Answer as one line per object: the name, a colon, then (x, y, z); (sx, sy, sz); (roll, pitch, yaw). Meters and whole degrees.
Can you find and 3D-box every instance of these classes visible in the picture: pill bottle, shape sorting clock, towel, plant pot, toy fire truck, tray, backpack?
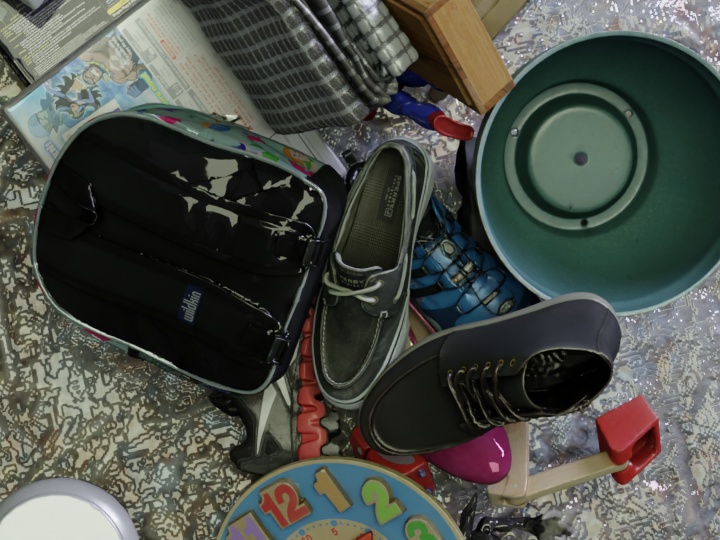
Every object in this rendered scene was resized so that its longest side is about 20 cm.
pill bottle: (-0.210, 0.204, 1.365); (0.116, 0.200, 0.117); (1, 83, -7)
shape sorting clock: (-0.014, 0.231, 1.429); (0.199, 0.039, 0.201); (3, 103, 14)
towel: (-0.057, -0.177, 1.359); (0.086, 0.200, 0.166); (-38, 104, -13)
plant pot: (0.170, -0.076, 1.419); (0.200, 0.134, 0.201); (-1, 99, -7)
toy fire truck: (0.107, 0.129, 1.456); (0.200, 0.049, 0.141); (-30, 53, -10)
tray: (0.019, -0.186, 1.358); (0.037, 0.200, 0.099); (-43, 132, -9)
backpack: (-0.122, -0.025, 1.367); (0.199, 0.151, 0.178); (20, 103, 2)

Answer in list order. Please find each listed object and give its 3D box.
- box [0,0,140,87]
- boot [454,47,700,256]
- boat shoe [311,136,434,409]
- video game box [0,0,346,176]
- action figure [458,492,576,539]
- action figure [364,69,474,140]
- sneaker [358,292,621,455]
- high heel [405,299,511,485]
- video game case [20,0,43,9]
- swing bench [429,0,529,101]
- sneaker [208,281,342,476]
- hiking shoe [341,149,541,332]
box: (-0.198, -0.227, 1.503); (0.200, 0.049, 0.161); (-39, 91, -10)
boot: (0.172, -0.093, 1.526); (0.199, 0.066, 0.165); (-2, 81, -3)
boat shoe: (0.000, 0.000, 1.391); (0.072, 0.071, 0.201); (11, 91, 19)
video game box: (-0.139, -0.097, 1.468); (0.182, 0.047, 0.200); (-39, 106, -12)
action figure: (0.134, 0.232, 1.454); (0.199, 0.102, 0.119); (7, 89, -8)
action figure: (0.025, -0.139, 1.451); (0.052, 0.200, 0.066); (21, 91, -29)
sneaker: (0.081, 0.079, 1.330); (0.200, 0.106, 0.075); (-27, 99, 14)
high heel: (0.043, 0.067, 1.424); (0.067, 0.096, 0.200); (-28, 53, -8)
video game case: (-0.275, -0.302, 1.484); (0.200, 0.018, 0.143); (35, 76, 19)
swing bench: (0.044, -0.256, 1.459); (0.199, 0.200, 0.130); (42, 80, 0)
sneaker: (-0.067, 0.064, 1.467); (0.098, 0.071, 0.201); (-4, 77, 1)
hiking shoe: (0.056, -0.006, 1.448); (0.200, 0.087, 0.074); (38, 79, 25)
